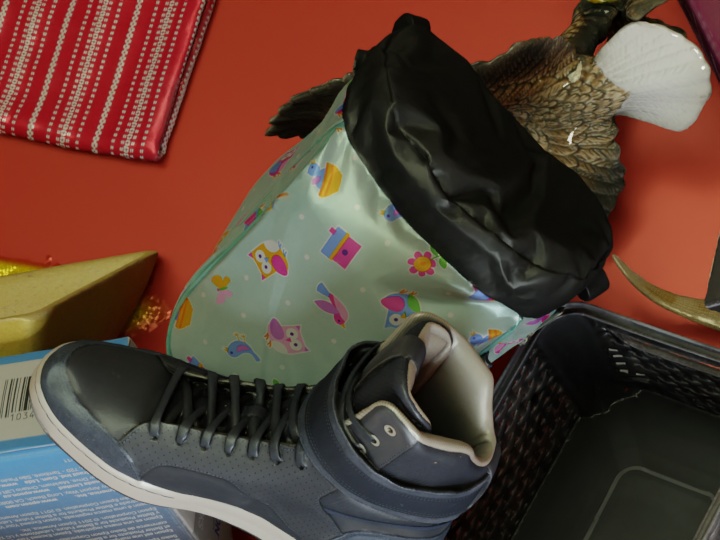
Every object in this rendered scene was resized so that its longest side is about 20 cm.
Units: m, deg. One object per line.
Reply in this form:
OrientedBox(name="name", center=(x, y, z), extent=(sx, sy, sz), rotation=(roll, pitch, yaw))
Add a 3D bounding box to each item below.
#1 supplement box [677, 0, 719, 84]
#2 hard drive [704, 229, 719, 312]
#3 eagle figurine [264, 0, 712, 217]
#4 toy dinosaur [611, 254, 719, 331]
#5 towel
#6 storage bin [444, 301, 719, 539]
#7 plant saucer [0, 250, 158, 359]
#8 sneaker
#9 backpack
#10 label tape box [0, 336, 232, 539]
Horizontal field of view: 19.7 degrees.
OrientedBox(name="supplement box", center=(0.220, -0.182, 1.088), extent=(0.131, 0.103, 0.200), rotation=(-27, 67, 9))
OrientedBox(name="hard drive", center=(0.273, -0.019, 0.996), extent=(0.200, 0.038, 0.140), rotation=(17, 78, -12))
OrientedBox(name="eagle figurine", center=(0.074, -0.080, 1.092), extent=(0.200, 0.151, 0.152), rotation=(-41, 76, -11))
OrientedBox(name="toy dinosaur", center=(0.230, 0.035, 1.052), extent=(0.200, 0.058, 0.101), rotation=(-3, 57, 8))
OrientedBox(name="towel", center=(-0.189, -0.148, 1.245), extent=(0.200, 0.022, 0.145), rotation=(12, 77, 20))
OrientedBox(name="storage bin", center=(0.114, 0.132, 0.999), extent=(0.135, 0.094, 0.200), rotation=(19, 69, 35))
OrientedBox(name="plant saucer", center=(-0.225, 0.042, 1.120), extent=(0.200, 0.200, 0.048), rotation=(-10, 98, 14))
OrientedBox(name="sneaker", center=(-0.036, 0.057, 0.913), extent=(0.202, 0.146, 0.077), rotation=(26, 49, -8))
OrientedBox(name="backpack", center=(0.000, 0.000, 0.997), extent=(0.167, 0.127, 0.200), rotation=(50, 123, 3))
OrientedBox(name="label tape box", center=(-0.148, 0.121, 1.061), extent=(0.143, 0.200, 0.066), rotation=(-10, 54, 15))
